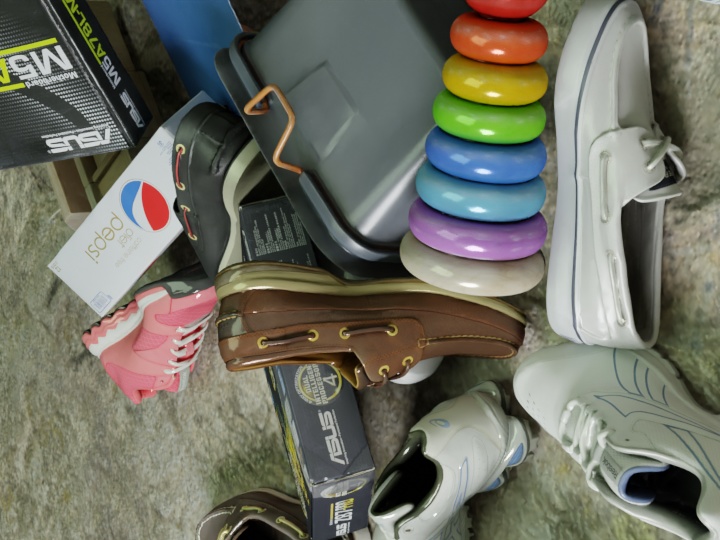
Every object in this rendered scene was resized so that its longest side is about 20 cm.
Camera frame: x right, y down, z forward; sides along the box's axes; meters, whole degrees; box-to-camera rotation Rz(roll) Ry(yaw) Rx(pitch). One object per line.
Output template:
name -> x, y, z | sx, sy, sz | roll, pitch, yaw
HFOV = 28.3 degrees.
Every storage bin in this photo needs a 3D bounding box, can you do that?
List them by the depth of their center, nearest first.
storage bin -> 0.011, -0.115, 0.915 | 0.134, 0.145, 0.201 | -48, 58, 30

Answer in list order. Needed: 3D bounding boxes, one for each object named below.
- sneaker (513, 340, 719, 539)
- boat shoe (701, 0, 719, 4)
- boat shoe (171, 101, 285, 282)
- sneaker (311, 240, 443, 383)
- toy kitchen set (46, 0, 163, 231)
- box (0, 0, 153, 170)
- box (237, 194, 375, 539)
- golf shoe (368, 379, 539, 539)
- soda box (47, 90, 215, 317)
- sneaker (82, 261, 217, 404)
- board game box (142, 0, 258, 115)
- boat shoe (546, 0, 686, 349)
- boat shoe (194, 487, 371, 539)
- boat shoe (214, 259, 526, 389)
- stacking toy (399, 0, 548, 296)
sneaker -> 0.153, 0.092, 0.796 | 0.200, 0.087, 0.075 | 27, 117, 47
boat shoe -> 0.141, -0.220, 0.785 | 0.200, 0.071, 0.072 | 51, 130, 34
boat shoe -> -0.095, -0.049, 1.018 | 0.063, 0.074, 0.202 | 33, 156, 13
sneaker -> 0.000, 0.000, 0.996 | 0.201, 0.075, 0.089 | 67, 151, 26
toy kitchen set -> -0.289, -0.104, 1.234 | 0.163, 0.180, 0.201 | -45, 61, 44
box -> -0.288, -0.166, 1.095 | 0.199, 0.048, 0.194 | -6, 129, 26
box -> -0.038, 0.071, 0.987 | 0.161, 0.049, 0.201 | 101, 155, -67
golf shoe -> 0.032, 0.156, 0.942 | 0.078, 0.097, 0.201 | 47, 129, 34
soda box -> -0.166, -0.049, 1.129 | 0.064, 0.068, 0.200 | 44, 130, -5
sneaker -> -0.155, 0.054, 1.192 | 0.200, 0.074, 0.087 | -32, 86, 50
board game box -> -0.104, -0.180, 1.080 | 0.158, 0.039, 0.201 | 22, 142, 55
boat shoe -> 0.148, -0.053, 0.800 | 0.065, 0.072, 0.201 | 12, 101, 38
boat shoe -> -0.075, 0.211, 1.104 | 0.199, 0.059, 0.072 | -5, 91, 50
boat shoe -> 0.006, 0.042, 0.886 | 0.072, 0.199, 0.068 | 133, 141, -67
stacking toy -> 0.075, -0.092, 0.794 | 0.085, 0.085, 0.201 | 28, 119, 45
